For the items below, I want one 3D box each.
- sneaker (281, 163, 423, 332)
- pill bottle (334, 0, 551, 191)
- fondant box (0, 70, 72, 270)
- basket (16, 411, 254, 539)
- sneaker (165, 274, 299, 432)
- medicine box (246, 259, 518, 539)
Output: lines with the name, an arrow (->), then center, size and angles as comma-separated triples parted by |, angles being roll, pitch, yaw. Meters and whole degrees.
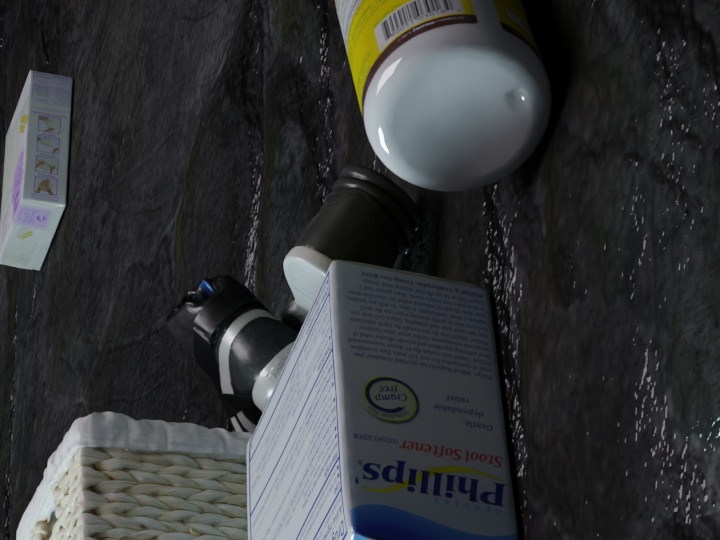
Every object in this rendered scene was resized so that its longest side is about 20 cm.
sneaker -> 0.000, 0.000, 1.698 | 0.099, 0.071, 0.200 | -55, -13, -18
pill bottle -> 0.044, -0.142, 1.528 | 0.200, 0.109, 0.110 | -102, 26, -53
fondant box -> -0.401, -0.124, 3.177 | 0.144, 0.058, 0.201 | 120, 153, -51
basket -> -0.122, 0.215, 1.737 | 0.198, 0.199, 0.162 | 124, 150, -54
sneaker -> -0.078, 0.061, 1.763 | 0.073, 0.112, 0.200 | -42, -15, -17
medicine box -> 0.007, 0.131, 1.505 | 0.182, 0.102, 0.201 | 116, 157, -45
